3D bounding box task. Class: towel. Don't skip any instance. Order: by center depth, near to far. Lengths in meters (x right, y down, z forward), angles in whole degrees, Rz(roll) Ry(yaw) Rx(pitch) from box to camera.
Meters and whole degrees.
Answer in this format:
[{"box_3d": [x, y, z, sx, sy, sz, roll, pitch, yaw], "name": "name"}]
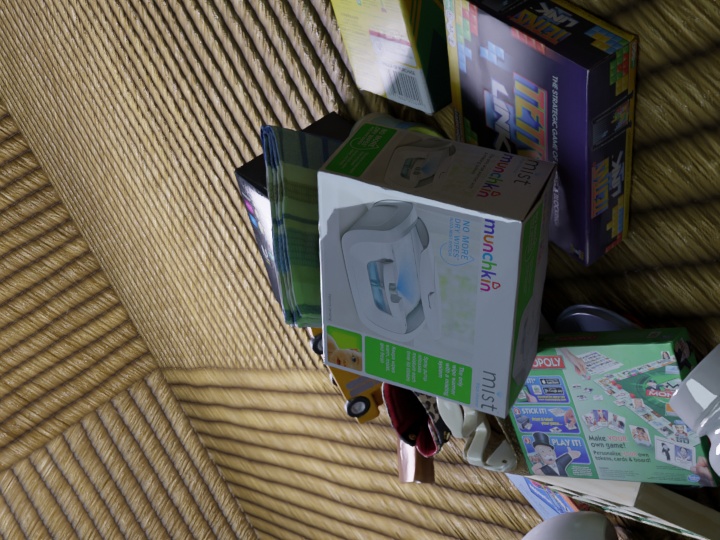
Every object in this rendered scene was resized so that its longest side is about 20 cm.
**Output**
[{"box_3d": [-0.038, -0.040, 1.153, 0.024, 0.146, 0.204, -15, 78, 34], "name": "towel"}]

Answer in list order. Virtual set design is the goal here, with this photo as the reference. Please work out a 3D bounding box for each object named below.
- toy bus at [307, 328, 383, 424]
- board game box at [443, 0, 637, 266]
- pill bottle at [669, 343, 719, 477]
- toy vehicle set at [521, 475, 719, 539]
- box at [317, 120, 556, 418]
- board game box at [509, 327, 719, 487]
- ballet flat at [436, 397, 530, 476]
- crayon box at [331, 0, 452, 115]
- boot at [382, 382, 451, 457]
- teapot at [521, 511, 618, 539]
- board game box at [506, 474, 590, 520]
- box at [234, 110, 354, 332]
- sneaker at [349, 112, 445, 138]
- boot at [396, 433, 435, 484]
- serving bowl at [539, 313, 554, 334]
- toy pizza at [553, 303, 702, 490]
[{"box_3d": [-0.014, 0.076, 1.280, 0.201, 0.077, 0.065, 64, 177, -39], "name": "toy bus"}, {"box_3d": [0.144, -0.126, 0.950, 0.165, 0.056, 0.202, 41, 154, 39], "name": "board game box"}, {"box_3d": [0.325, 0.138, 0.835, 0.200, 0.112, 0.114, 48, 157, 23], "name": "pill bottle"}, {"box_3d": [0.254, 0.220, 1.133, 0.123, 0.027, 0.199, 25, 169, -21], "name": "toy vehicle set"}, {"box_3d": [0.063, -0.002, 0.971, 0.174, 0.097, 0.203, 16, 129, 20], "name": "box"}, {"box_3d": [0.213, 0.120, 1.025, 0.198, 0.029, 0.136, -6, 109, 47], "name": "board game box"}, {"box_3d": [0.111, 0.145, 1.112, 0.070, 0.066, 0.201, -4, 130, 42], "name": "ballet flat"}, {"box_3d": [0.022, -0.252, 1.053, 0.126, 0.050, 0.202, 31, 147, 50], "name": "crayon box"}, {"box_3d": [0.109, 0.154, 1.276, 0.072, 0.150, 0.202, -13, 108, 42], "name": "boot"}, {"box_3d": [0.208, 0.355, 1.249, 0.200, 0.144, 0.200, 52, -146, -53], "name": "teapot"}, {"box_3d": [0.191, 0.224, 1.385, 0.200, 0.019, 0.103, 49, 159, 22], "name": "board game box"}, {"box_3d": [-0.033, -0.047, 1.326, 0.124, 0.147, 0.202, 37, 151, 44], "name": "box"}, {"box_3d": [0.062, -0.063, 1.191, 0.130, 0.079, 0.202, 16, 135, 62], "name": "sneaker"}, {"box_3d": [0.058, 0.151, 1.386, 0.188, 0.067, 0.204, 162, 104, -73], "name": "boot"}, {"box_3d": [0.152, 0.103, 1.181, 0.202, 0.065, 0.201, 60, 170, 18], "name": "serving bowl"}, {"box_3d": [0.255, 0.113, 1.072, 0.200, 0.032, 0.201, 46, 157, 26], "name": "toy pizza"}]
